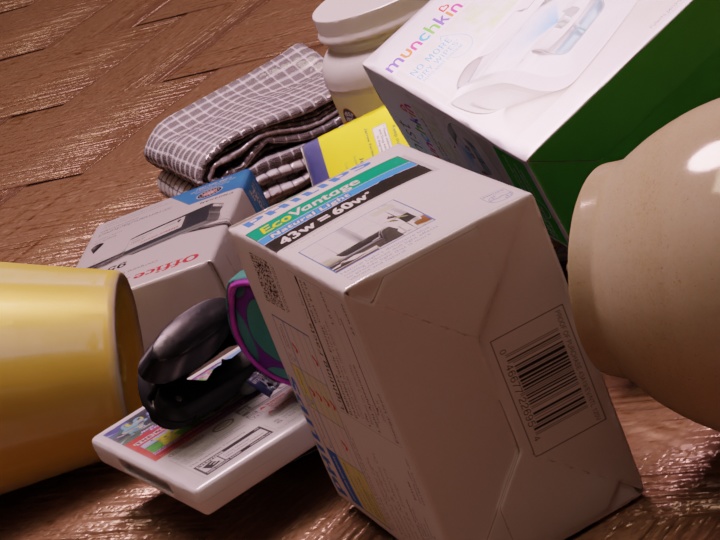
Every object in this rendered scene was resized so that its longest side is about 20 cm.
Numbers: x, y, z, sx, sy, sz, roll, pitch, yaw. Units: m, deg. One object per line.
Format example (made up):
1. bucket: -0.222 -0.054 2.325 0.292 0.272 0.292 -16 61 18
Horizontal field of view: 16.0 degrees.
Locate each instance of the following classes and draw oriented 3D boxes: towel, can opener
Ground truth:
1. towel: -0.083 -0.125 2.304 0.200 0.086 0.166 -30 20 -16
2. can opener: -0.070 0.043 1.681 0.200 0.063 0.079 -29 -10 -41

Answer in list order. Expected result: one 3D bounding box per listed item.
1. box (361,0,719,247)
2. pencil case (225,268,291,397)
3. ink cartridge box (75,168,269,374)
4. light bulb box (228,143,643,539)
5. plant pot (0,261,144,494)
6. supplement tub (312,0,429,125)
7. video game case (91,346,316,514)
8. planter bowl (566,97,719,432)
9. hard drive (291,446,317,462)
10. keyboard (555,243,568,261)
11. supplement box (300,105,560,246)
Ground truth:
1. box: 0.137 -0.136 1.629 0.200 0.097 0.176 -43 43 -11
2. pencil case: 0.000 0.000 1.655 0.200 0.092 0.085 -39 -13 -43
3. ink cartridge box: -0.147 0.011 2.005 0.144 0.084 0.200 -20 19 14
4. light bulb box: 0.040 0.050 1.480 0.125 0.198 0.200 -27 20 -14
5. plant pot: -0.255 0.076 1.825 0.189 0.201 0.201 -6 20 3
6. supplement tub: 0.058 -0.128 1.948 0.145 0.200 0.145 -22 18 7
7. video game case: -0.059 0.084 1.677 0.200 0.023 0.182 -32 20 -20
8. planter bowl: 0.194 -0.003 1.391 0.135 0.200 0.200 -1 27 28
9. hard drive: -0.033 0.081 1.742 0.200 0.038 0.140 -24 18 -2
10. keyboard: 0.192 -0.057 1.888 0.056 0.011 0.200 -15 20 26
11. supplement box: 0.078 -0.067 1.811 0.200 0.109 0.110 -25 61 14
